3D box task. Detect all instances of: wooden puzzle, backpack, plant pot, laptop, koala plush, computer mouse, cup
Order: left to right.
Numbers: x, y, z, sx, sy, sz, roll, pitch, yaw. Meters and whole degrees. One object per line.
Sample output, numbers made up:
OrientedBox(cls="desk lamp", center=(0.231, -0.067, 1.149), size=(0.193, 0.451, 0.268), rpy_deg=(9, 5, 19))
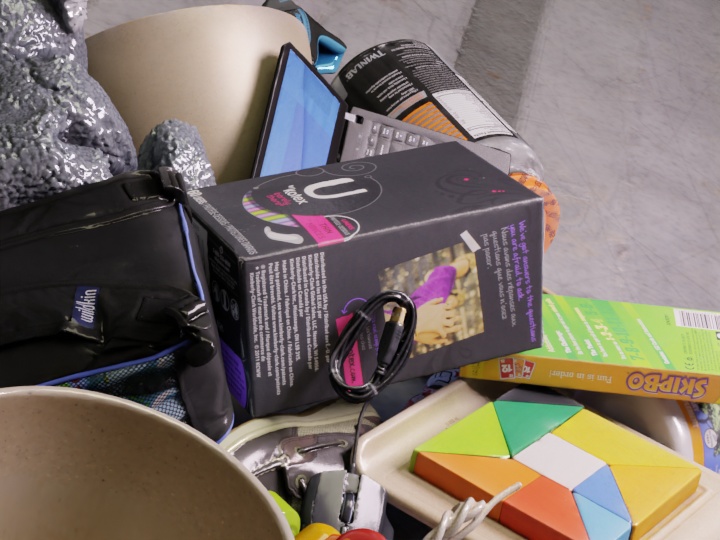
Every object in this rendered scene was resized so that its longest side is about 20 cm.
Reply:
OrientedBox(cls="koala plush", center=(-0.213, -0.113, 1.185), size=(0.184, 0.177, 0.201), rpy_deg=(12, 63, -65))
OrientedBox(cls="backpack", center=(-0.176, 0.056, 1.051), size=(0.199, 0.147, 0.183), rpy_deg=(-13, 35, -4))
OrientedBox(cls="cup", center=(-0.145, 0.173, 0.905), size=(0.199, 0.144, 0.201), rpy_deg=(17, 30, -10))
OrientedBox(cls="plant pot", center=(-0.118, -0.082, 1.325), size=(0.200, 0.200, 0.135), rpy_deg=(-4, 73, -38))
OrientedBox(cls="computer mouse", center=(-0.001, 0.108, 1.080), size=(0.058, 0.201, 0.034), rpy_deg=(11, -6, -5))
OrientedBox(cls="laptop", center=(0.011, -0.037, 1.301), size=(0.199, 0.178, 0.103), rpy_deg=(16, -14, -12))
OrientedBox(cls="wooden puzzle", center=(0.121, 0.125, 1.138), size=(0.200, 0.037, 0.185), rpy_deg=(32, 34, 25))

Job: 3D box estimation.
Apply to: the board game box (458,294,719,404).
OrientedBox(cls="board game box", center=(0.147, 0.047, 1.229), size=(0.199, 0.030, 0.096), rpy_deg=(8, 24, 1))

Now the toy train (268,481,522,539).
OrientedBox(cls="toy train", center=(-0.020, 0.156, 1.026), size=(0.200, 0.085, 0.116), rpy_deg=(-39, 47, -25))

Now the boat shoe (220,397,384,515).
OrientedBox(cls="boat shoe", center=(-0.035, 0.127, 1.127), size=(0.066, 0.072, 0.201), rpy_deg=(31, 26, 25))

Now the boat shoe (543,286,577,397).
OrientedBox(cls="boat shoe", center=(0.148, 0.059, 1.327), size=(0.199, 0.066, 0.074), rpy_deg=(26, 44, -23))

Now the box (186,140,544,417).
OrientedBox(cls="box", center=(0.000, 0.000, 1.165), size=(0.199, 0.107, 0.122), rpy_deg=(-12, 26, -22))

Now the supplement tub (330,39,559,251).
OrientedBox(cls="supplement tub", center=(0.063, -0.083, 1.480), size=(0.122, 0.123, 0.200), rpy_deg=(-2, 38, -36))

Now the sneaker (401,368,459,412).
OrientedBox(cls="sneaker", center=(0.123, 0.126, 1.239), size=(0.201, 0.067, 0.108), rpy_deg=(24, 32, 9))

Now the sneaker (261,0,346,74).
OrientedBox(cls="sneaker", center=(-0.078, -0.183, 1.597), size=(0.082, 0.073, 0.200), rpy_deg=(31, 32, 11))

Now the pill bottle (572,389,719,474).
OrientedBox(cls="pill bottle", center=(0.245, 0.112, 1.299), size=(0.199, 0.112, 0.112), rpy_deg=(-6, 40, -39))
